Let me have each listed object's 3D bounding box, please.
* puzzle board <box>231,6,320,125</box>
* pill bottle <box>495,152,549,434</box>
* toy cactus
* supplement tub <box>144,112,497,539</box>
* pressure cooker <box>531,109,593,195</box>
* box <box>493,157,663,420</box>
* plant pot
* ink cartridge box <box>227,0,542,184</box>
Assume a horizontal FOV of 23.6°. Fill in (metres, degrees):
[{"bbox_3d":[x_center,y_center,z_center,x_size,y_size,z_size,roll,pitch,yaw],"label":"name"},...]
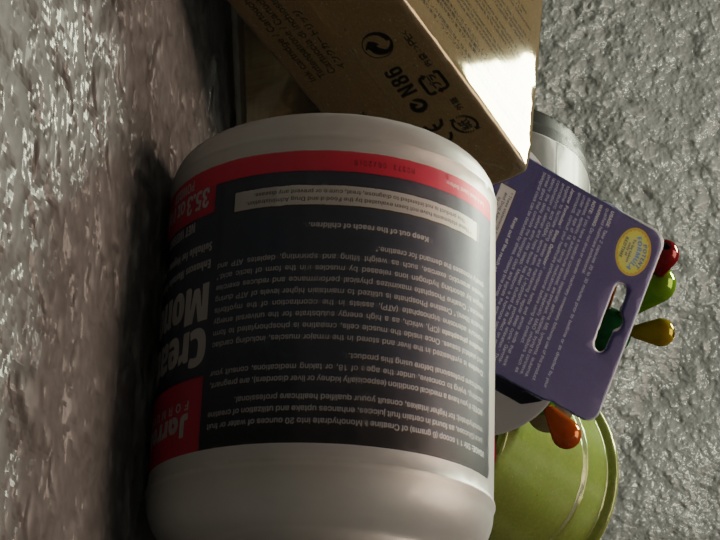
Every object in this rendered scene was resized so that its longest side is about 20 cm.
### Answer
[{"bbox_3d":[-0.006,-0.106,0.938,0.200,0.017,0.151,-25,121,-50],"label":"puzzle board"},{"bbox_3d":[0.068,0.005,1.053,0.200,0.114,0.114,-86,172,-59],"label":"pill bottle"},{"bbox_3d":[0.136,0.071,1.156,0.200,0.102,0.165,-44,159,-14],"label":"toy cactus"},{"bbox_3d":[-0.014,0.049,0.705,0.140,0.140,0.200,70,20,-67],"label":"supplement tub"},{"bbox_3d":[0.106,-0.044,1.427,0.176,0.179,0.200,92,3,-60],"label":"pressure cooker"},{"bbox_3d":[0.059,-0.011,0.921,0.121,0.200,0.032,-66,-164,-17],"label":"box"},{"bbox_3d":[0.078,0.138,1.314,0.190,0.200,0.200,42,47,-62],"label":"plant pot"},{"bbox_3d":[0.008,-0.154,0.828,0.200,0.075,0.165,49,33,-32],"label":"ink cartridge box"}]
